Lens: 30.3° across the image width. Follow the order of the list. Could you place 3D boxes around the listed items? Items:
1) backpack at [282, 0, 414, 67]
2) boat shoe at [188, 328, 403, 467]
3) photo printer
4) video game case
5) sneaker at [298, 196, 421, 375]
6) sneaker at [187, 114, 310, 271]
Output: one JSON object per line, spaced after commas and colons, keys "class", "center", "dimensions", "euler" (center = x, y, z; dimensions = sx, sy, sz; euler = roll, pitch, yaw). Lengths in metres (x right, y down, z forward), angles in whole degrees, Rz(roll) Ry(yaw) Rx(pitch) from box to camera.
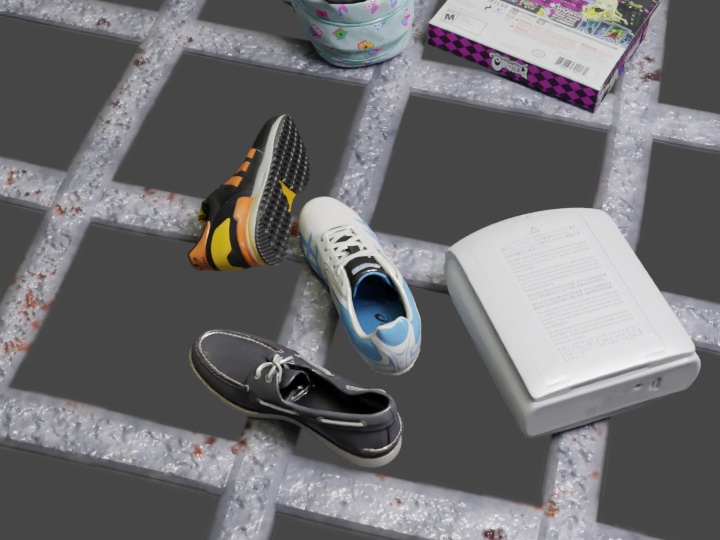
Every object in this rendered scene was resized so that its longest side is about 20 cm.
{"class": "backpack", "center": [-0.013, -0.314, 1.390], "dimensions": [0.165, 0.127, 0.201], "euler": [-21, 53, -5]}
{"class": "boat shoe", "center": [-0.053, 0.088, 1.082], "dimensions": [0.198, 0.063, 0.073], "euler": [25, 53, 19]}
{"class": "photo printer", "center": [0.170, 0.033, 1.134], "dimensions": [0.165, 0.070, 0.201], "euler": [-15, 51, -14]}
{"class": "video game case", "center": [0.198, -0.267, 1.416], "dimensions": [0.198, 0.036, 0.182], "euler": [24, 53, 17]}
{"class": "sneaker", "center": [0.000, 0.000, 1.155], "dimensions": [0.071, 0.073, 0.201], "euler": [-17, 51, -15]}
{"class": "sneaker", "center": [-0.106, -0.073, 1.217], "dimensions": [0.089, 0.070, 0.201], "euler": [-12, 37, 18]}
